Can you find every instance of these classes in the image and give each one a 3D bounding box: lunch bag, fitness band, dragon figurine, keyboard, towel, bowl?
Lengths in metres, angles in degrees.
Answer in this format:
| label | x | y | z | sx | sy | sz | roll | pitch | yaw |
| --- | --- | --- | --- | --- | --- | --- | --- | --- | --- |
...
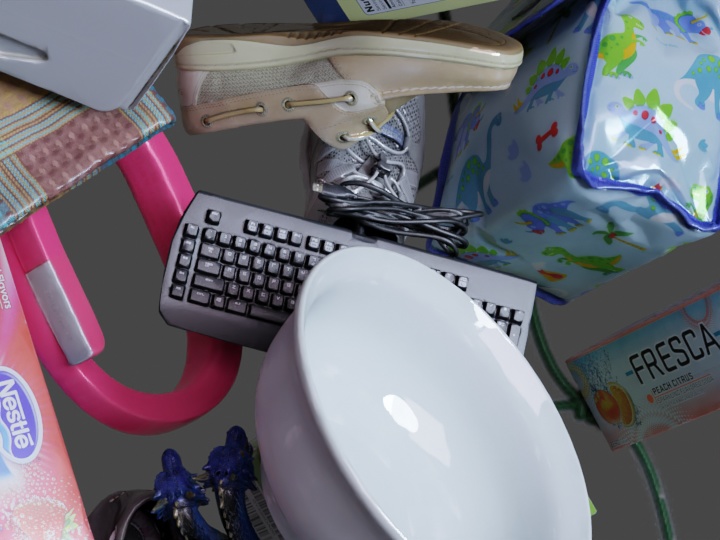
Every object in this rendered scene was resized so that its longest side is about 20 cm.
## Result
| label | x | y | z | sx | sy | sz | roll | pitch | yaw |
| --- | --- | --- | --- | --- | --- | --- | --- | --- | --- |
| lunch bag | 0.129 | -0.104 | 1.246 | 0.127 | 0.170 | 0.201 | 22 | 66 | -23 |
| fitness band | -0.131 | -0.011 | 1.134 | 0.143 | 0.037 | 0.201 | -18 | 84 | -59 |
| dragon figurine | -0.064 | 0.180 | 1.064 | 0.099 | 0.059 | 0.201 | 37 | 47 | -56 |
| keyboard | 0.000 | 0.000 | 1.135 | 0.199 | 0.040 | 0.105 | 14 | 74 | -15 |
| towel | -0.204 | -0.117 | 1.078 | 0.146 | 0.022 | 0.200 | -36 | 82 | -30 |
| bowl | 0.015 | 0.096 | 1.065 | 0.201 | 0.090 | 0.202 | 35 | 33 | -28 |

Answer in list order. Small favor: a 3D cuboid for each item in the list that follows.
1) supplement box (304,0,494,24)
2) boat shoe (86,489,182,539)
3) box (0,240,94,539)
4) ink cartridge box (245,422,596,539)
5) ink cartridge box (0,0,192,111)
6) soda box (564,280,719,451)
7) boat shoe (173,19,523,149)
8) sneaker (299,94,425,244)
| label | x | y | z | sx | sy | sz | roll | pitch | yaw |
| --- | --- | --- | --- | --- | --- | --- | --- | --- | --- |
| supplement box | 0.054 | -0.261 | 1.194 | 0.134 | 0.199 | 0.201 | 55 | 35 | -45 |
| boat shoe | -0.115 | 0.208 | 1.092 | 0.067 | 0.057 | 0.201 | 5 | 72 | -25 |
| box | -0.207 | 0.086 | 1.061 | 0.099 | 0.095 | 0.201 | -14 | 81 | -30 |
| ink cartridge box | 0.041 | 0.117 | 1.187 | 0.200 | 0.076 | 0.148 | -32 | 90 | -29 |
| ink cartridge box | -0.153 | -0.197 | 1.078 | 0.144 | 0.085 | 0.201 | 20 | 53 | -22 |
| soda box | 0.202 | 0.041 | 1.219 | 0.068 | 0.200 | 0.064 | -25 | 87 | -32 |
| boat shoe | -0.007 | -0.101 | 1.183 | 0.072 | 0.199 | 0.065 | -33 | 122 | -68 |
| sneaker | 0.007 | -0.038 | 1.214 | 0.074 | 0.082 | 0.201 | 19 | 67 | -20 |
